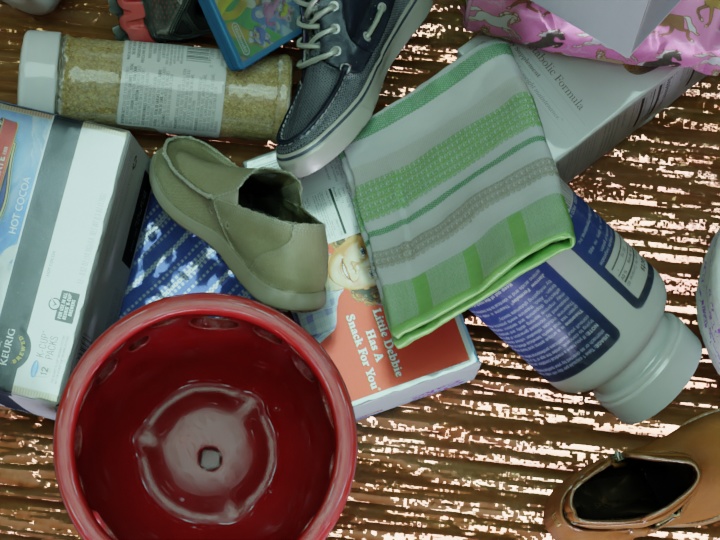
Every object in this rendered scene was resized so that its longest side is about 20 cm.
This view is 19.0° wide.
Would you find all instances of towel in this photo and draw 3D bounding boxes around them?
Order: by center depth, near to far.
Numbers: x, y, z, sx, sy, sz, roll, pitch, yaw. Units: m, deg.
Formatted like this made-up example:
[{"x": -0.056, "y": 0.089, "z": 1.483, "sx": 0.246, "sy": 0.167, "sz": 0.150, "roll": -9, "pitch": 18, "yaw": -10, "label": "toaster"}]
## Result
[{"x": 0.060, "y": -0.057, "z": 1.449, "sx": 0.149, "sy": 0.031, "sz": 0.201, "roll": -33, "pitch": 42, "yaw": 18, "label": "towel"}, {"x": -0.179, "y": 0.000, "z": 1.587, "sx": 0.145, "sy": 0.024, "sz": 0.200, "roll": -43, "pitch": 80, "yaw": -7, "label": "towel"}]

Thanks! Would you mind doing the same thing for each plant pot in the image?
[{"x": -0.104, "y": 0.121, "z": 1.471, "sx": 0.199, "sy": 0.183, "sz": 0.202, "roll": 0, "pitch": 85, "yaw": -2, "label": "plant pot"}]

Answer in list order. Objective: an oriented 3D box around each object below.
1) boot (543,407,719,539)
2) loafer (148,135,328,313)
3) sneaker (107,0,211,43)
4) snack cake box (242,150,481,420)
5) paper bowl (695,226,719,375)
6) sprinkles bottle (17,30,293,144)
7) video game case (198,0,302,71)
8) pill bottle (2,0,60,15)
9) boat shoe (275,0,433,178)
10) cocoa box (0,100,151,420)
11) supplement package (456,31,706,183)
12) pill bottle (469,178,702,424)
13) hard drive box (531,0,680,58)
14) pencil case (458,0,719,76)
[{"x": 0.219, "y": 0.136, "z": 1.483, "sx": 0.199, "sy": 0.155, "sz": 0.077, "roll": -17, "pitch": 77, "yaw": -3, "label": "boot"}, {"x": -0.077, "y": -0.046, "z": 1.490, "sx": 0.200, "sy": 0.075, "sz": 0.069, "roll": 43, "pitch": 119, "yaw": 40, "label": "loafer"}, {"x": -0.142, "y": -0.252, "z": 1.564, "sx": 0.097, "sy": 0.201, "sz": 0.071, "roll": 1, "pitch": 35, "yaw": 14, "label": "sneaker"}, {"x": 0.000, "y": 0.000, "z": 1.562, "sx": 0.114, "sy": 0.067, "sz": 0.201, "roll": -19, "pitch": 78, "yaw": -5, "label": "snack cake box"}, {"x": 0.339, "y": 0.025, "z": 1.528, "sx": 0.199, "sy": 0.104, "sz": 0.202, "roll": 1, "pitch": 73, "yaw": -3, "label": "paper bowl"}, {"x": -0.151, "y": -0.135, "z": 1.581, "sx": 0.199, "sy": 0.068, "sz": 0.069, "roll": 5, "pitch": 77, "yaw": -6, "label": "sprinkles bottle"}, {"x": -0.048, "y": -0.254, "z": 1.573, "sx": 0.200, "sy": 0.018, "sz": 0.144, "roll": -35, "pitch": 109, "yaw": -31, "label": "video game case"}, {"x": -0.226, "y": -0.300, "z": 1.613, "sx": 0.104, "sy": 0.104, "sz": 0.201, "roll": 29, "pitch": 79, "yaw": 7, "label": "pill bottle"}, {"x": -0.025, "y": -0.164, "z": 1.533, "sx": 0.093, "sy": 0.074, "sz": 0.200, "roll": 50, "pitch": 50, "yaw": -28, "label": "boat shoe"}, {"x": -0.238, "y": -0.006, "z": 1.515, "sx": 0.131, "sy": 0.133, "sz": 0.201, "roll": 13, "pitch": 81, "yaw": 5, "label": "cocoa box"}, {"x": 0.179, "y": -0.163, "z": 1.574, "sx": 0.200, "sy": 0.110, "sz": 0.114, "roll": -38, "pitch": 80, "yaw": -7, "label": "supplement package"}, {"x": 0.144, "y": 0.015, "z": 1.513, "sx": 0.200, "sy": 0.111, "sz": 0.111, "roll": 42, "pitch": 80, "yaw": -15, "label": "pill bottle"}, {"x": 0.171, "y": -0.257, "z": 1.426, "sx": 0.156, "sy": 0.077, "sz": 0.200, "roll": 34, "pitch": 54, "yaw": 16, "label": "hard drive box"}, {"x": 0.168, "y": -0.192, "z": 1.479, "sx": 0.199, "sy": 0.087, "sz": 0.083, "roll": 11, "pitch": 63, "yaw": -1, "label": "pencil case"}]
